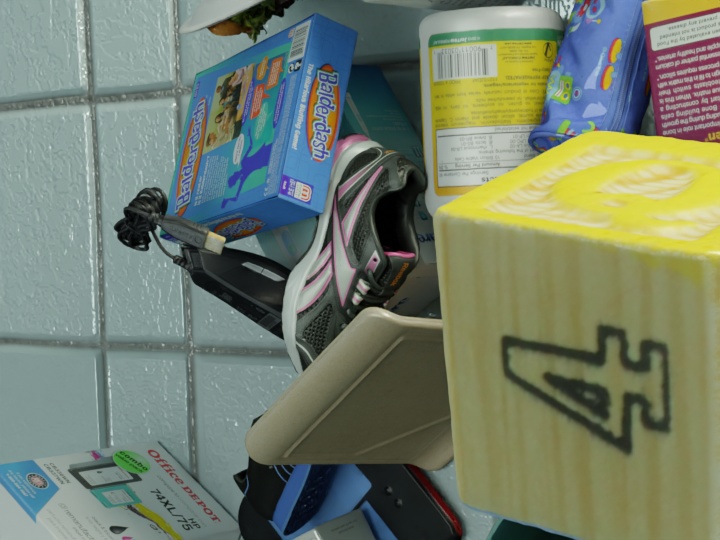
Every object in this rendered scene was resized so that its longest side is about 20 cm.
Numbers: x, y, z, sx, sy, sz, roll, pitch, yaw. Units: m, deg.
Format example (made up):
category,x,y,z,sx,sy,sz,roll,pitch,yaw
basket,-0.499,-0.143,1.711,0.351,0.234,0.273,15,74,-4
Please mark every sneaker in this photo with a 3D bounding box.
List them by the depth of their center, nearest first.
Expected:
category,x,y,z,sx,sy,sz,roll,pitch,yaw
sneaker,0.000,0.000,1.236,0.086,0.080,0.201,18,106,44
sneaker,-0.050,0.131,1.373,0.078,0.070,0.200,38,119,23

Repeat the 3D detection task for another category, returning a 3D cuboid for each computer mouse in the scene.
category,x,y,z,sx,sy,sz,roll,pitch,yaw
computer mouse,-0.099,-0.008,1.275,0.200,0.140,0.046,31,74,-1

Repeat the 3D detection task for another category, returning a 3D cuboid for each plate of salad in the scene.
category,x,y,z,sx,sy,sz,roll,pitch,yaw
plate of salad,-0.058,-0.237,1.325,0.200,0.200,0.048,-16,111,41

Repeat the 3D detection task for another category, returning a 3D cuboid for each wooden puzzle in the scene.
category,x,y,z,sx,sy,sz,roll,pitch,yaw
wooden puzzle,0.033,0.092,1.258,0.185,0.200,0.037,-47,49,33

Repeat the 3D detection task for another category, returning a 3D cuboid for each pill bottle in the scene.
category,x,y,z,sx,sy,sz,roll,pitch,yaw
pill bottle,0.103,-0.094,1.232,0.113,0.113,0.201,-1,93,41

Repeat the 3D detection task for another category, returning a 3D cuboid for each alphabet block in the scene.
category,x,y,z,sx,sy,sz,roll,pitch,yaw
alphabet block,0.179,0.040,0.995,0.196,0.195,0.201,9,114,35

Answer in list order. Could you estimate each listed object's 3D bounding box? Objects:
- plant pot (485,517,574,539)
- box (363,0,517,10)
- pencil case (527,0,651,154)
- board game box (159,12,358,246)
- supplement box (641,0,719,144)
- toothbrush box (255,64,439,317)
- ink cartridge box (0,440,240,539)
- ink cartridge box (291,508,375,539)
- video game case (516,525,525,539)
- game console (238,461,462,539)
category,x,y,z,sx,sy,sz,roll,pitch,yaw
plant pot,0.204,0.219,1.125,0.200,0.161,0.201,6,102,31
box,0.078,-0.326,1.196,0.199,0.171,0.200,-37,70,36
pencil case,0.182,-0.169,1.147,0.087,0.078,0.201,-169,95,-80
board game box,-0.084,-0.105,1.295,0.200,0.045,0.153,-12,63,56
supplement box,0.278,-0.093,1.085,0.131,0.103,0.201,-6,89,41
toothbrush box,-0.011,-0.051,1.353,0.146,0.085,0.200,-42,66,35
ink cartridge box,-0.246,0.268,1.509,0.147,0.200,0.146,39,116,32
ink cartridge box,-0.013,0.320,1.374,0.116,0.067,0.200,-33,78,36
video game case,0.116,0.224,1.231,0.018,0.143,0.201,15,105,13
game console,-0.016,0.222,1.416,0.177,0.031,0.200,53,125,25
